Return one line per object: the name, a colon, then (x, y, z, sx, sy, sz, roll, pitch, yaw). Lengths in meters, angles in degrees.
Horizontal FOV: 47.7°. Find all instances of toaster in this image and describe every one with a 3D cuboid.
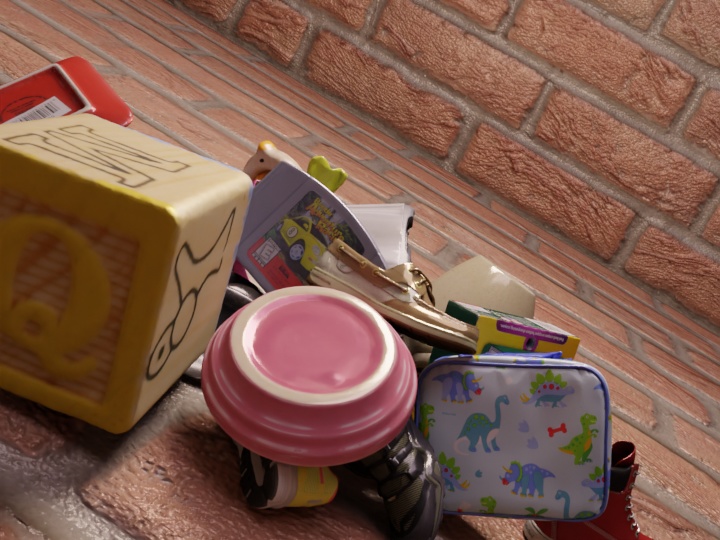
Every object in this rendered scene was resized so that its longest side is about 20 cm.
toaster: (0.000, 0.000, 1.000, 0.126, 0.115, 0.202, 3, 39, 4)

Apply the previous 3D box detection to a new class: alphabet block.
alphabet block: (-0.228, -0.011, 0.712, 0.193, 0.199, 0.200, 18, 16, 4)

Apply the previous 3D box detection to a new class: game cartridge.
game cartridge: (-0.058, -0.020, 0.916, 0.200, 0.133, 0.041, 47, -4, 10)

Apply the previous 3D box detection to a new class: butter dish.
butter dish: (-0.369, -0.132, 0.960, 0.198, 0.150, 0.199, -30, 48, -19)

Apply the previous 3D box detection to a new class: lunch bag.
lunch bag: (0.153, 0.163, 0.823, 0.196, 0.165, 0.082, 0, -4, 12)

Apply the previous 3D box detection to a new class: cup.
cup: (0.176, 0.065, 1.199, 0.199, 0.144, 0.200, 34, 7, -5)

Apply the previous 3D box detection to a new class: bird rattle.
bird rattle: (-0.106, -0.089, 1.146, 0.112, 0.201, 0.163, -28, 67, -38)

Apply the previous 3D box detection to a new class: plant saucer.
plant saucer: (-0.044, 0.081, 0.732, 0.196, 0.052, 0.202, 6, 38, -5)

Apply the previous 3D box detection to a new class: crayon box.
crayon box: (0.157, 0.140, 0.963, 0.198, 0.176, 0.058, 14, 8, -40)

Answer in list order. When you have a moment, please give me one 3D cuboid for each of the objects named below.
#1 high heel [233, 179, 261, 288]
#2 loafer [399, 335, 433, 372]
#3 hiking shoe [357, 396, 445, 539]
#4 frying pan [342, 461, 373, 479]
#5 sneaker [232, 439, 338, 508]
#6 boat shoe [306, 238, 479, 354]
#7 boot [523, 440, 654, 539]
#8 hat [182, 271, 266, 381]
high heel: (-0.120, -0.016, 1.037, 0.067, 0.096, 0.202, 9, 43, -43)
loafer: (0.086, 0.097, 1.050, 0.074, 0.070, 0.200, 18, -8, -12)
hiking shoe: (0.014, 0.168, 0.776, 0.099, 0.076, 0.203, 8, 54, -34)
frying pan: (0.007, 0.122, 0.862, 0.114, 0.031, 0.194, 16, 59, -39)
sneaker: (-0.072, 0.146, 0.770, 0.089, 0.079, 0.202, 19, 32, -29)
boat shoe: (0.038, 0.023, 0.834, 0.197, 0.067, 0.074, 24, -9, 21)
boot: (0.295, 0.265, 0.898, 0.197, 0.146, 0.073, 24, 16, -22)
hat: (-0.145, 0.050, 0.894, 0.198, 0.082, 0.201, 27, 19, -10)
